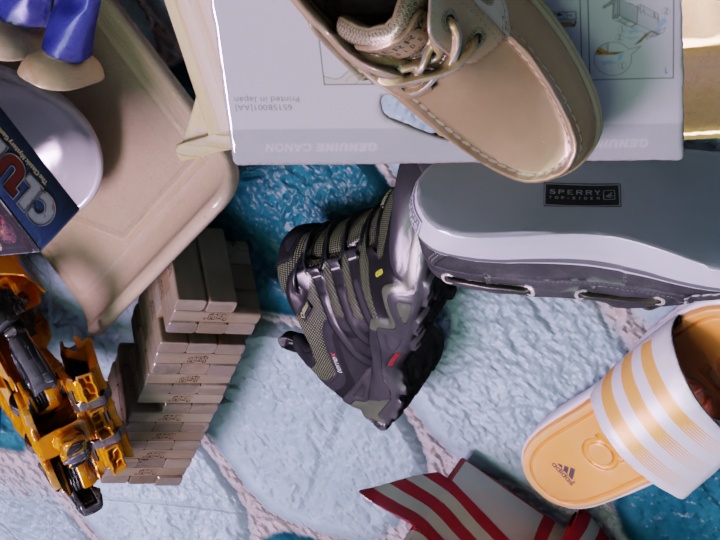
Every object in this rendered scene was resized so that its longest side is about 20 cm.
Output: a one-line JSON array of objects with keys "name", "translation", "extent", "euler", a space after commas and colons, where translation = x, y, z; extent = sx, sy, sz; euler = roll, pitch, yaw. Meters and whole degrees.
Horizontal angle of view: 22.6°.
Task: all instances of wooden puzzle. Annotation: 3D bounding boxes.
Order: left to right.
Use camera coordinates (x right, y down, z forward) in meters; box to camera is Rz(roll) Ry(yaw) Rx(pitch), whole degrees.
[{"name": "wooden puzzle", "translation": [-0.159, -0.084, 1.014], "extent": [0.200, 0.037, 0.185], "euler": [56, 137, 6]}]

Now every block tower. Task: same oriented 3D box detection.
[{"name": "block tower", "translation": [-0.113, 0.058, 1.080], "extent": [0.054, 0.058, 0.200], "euler": [3, 142, -22]}]

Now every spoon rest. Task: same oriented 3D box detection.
[{"name": "spoon rest", "translation": [-0.205, -0.100, 0.940], "extent": [0.099, 0.061, 0.201], "euler": [-14, 125, 14]}]

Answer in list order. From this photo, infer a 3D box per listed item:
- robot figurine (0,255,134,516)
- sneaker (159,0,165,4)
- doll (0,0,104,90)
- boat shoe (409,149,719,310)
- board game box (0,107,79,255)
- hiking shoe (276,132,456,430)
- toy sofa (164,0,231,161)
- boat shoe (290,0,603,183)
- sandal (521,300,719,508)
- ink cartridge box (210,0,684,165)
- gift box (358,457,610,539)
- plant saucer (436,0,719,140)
[{"name": "robot figurine", "translation": [-0.194, 0.056, 1.079], "extent": [0.200, 0.058, 0.146], "euler": [44, 155, 50]}, {"name": "sneaker", "translation": [-0.148, -0.183, 0.908], "extent": [0.200, 0.085, 0.075], "euler": [38, 137, 5]}, {"name": "doll", "translation": [-0.128, -0.184, 0.792], "extent": [0.136, 0.048, 0.201], "euler": [31, 122, 39]}, {"name": "boat shoe", "translation": [0.122, -0.010, 0.839], "extent": [0.199, 0.070, 0.066], "euler": [2, 145, 6]}, {"name": "board game box", "translation": [-0.250, -0.064, 0.939], "extent": [0.199, 0.035, 0.136], "euler": [-4, 130, 47]}, {"name": "hiking shoe", "translation": [0.000, 0.000, 0.950], "extent": [0.100, 0.076, 0.201], "euler": [27, 136, 12]}, {"name": "toy sofa", "translation": [-0.057, -0.158, 0.835], "extent": [0.097, 0.083, 0.201], "euler": [-9, 104, 43]}, {"name": "boat shoe", "translation": [0.015, -0.096, 0.689], "extent": [0.200, 0.065, 0.071], "euler": [41, 121, -19]}, {"name": "sandal", "translation": [0.145, 0.087, 0.924], "extent": [0.079, 0.059, 0.207], "euler": [43, 137, -1]}, {"name": "ink cartridge box", "translation": [0.035, -0.128, 0.729], "extent": [0.199, 0.044, 0.174], "euler": [0, 126, 9]}, {"name": "gift box", "translation": [0.050, 0.233, 1.020], "extent": [0.199, 0.185, 0.187], "euler": [31, 138, 3]}, {"name": "plant saucer", "translation": [0.098, -0.153, 0.778], "extent": [0.199, 0.048, 0.201], "euler": [0, 123, 37]}]
